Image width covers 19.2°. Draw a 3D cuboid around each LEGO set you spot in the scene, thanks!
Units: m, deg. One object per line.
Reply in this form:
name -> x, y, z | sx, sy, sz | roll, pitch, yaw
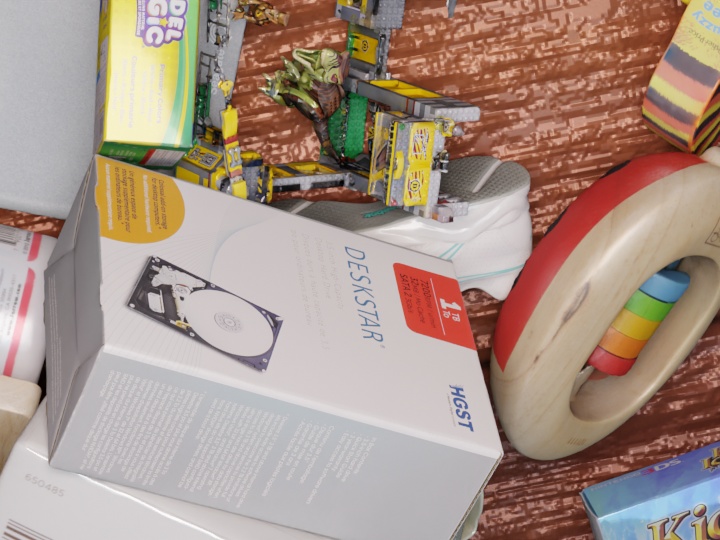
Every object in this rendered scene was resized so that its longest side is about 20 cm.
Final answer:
LEGO set -> -0.006, -0.104, 1.076 | 0.153, 0.116, 0.202 | 5, 103, -39

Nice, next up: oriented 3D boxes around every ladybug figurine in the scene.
ladybug figurine -> 0.136, 0.011, 1.157 | 0.135, 0.072, 0.201 | 12, 118, -51

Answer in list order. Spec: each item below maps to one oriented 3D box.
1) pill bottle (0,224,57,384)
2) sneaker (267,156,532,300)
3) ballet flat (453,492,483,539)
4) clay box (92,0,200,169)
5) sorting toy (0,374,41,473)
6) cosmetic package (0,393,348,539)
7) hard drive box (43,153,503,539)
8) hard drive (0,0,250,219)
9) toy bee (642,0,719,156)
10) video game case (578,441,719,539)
pill bottle -> -0.262, 0.014, 1.118 | 0.198, 0.109, 0.110 | 14, 106, -9
sneaker -> 0.000, 0.000, 1.159 | 0.199, 0.071, 0.081 | -11, 120, 1
ballet flat -> 0.038, 0.170, 1.222 | 0.063, 0.067, 0.202 | -6, 114, -35
clay box -> -0.103, -0.155, 1.047 | 0.047, 0.115, 0.202 | 4, 87, -10
sorting toy -> -0.278, 0.104, 1.100 | 0.197, 0.200, 0.070 | 13, 63, -9
cosmetic package -> -0.102, 0.145, 1.080 | 0.164, 0.200, 0.166 | 24, 112, -1
hard drive box -> -0.046, 0.042, 1.023 | 0.199, 0.156, 0.077 | 16, 122, -21
hard drive -> -0.167, -0.100, 1.130 | 0.198, 0.033, 0.141 | 10, 106, -9
toy bee -> 0.193, -0.153, 1.104 | 0.130, 0.109, 0.202 | 14, 102, 27
video game case -> 0.246, 0.179, 1.212 | 0.199, 0.045, 0.182 | -19, 106, -1
